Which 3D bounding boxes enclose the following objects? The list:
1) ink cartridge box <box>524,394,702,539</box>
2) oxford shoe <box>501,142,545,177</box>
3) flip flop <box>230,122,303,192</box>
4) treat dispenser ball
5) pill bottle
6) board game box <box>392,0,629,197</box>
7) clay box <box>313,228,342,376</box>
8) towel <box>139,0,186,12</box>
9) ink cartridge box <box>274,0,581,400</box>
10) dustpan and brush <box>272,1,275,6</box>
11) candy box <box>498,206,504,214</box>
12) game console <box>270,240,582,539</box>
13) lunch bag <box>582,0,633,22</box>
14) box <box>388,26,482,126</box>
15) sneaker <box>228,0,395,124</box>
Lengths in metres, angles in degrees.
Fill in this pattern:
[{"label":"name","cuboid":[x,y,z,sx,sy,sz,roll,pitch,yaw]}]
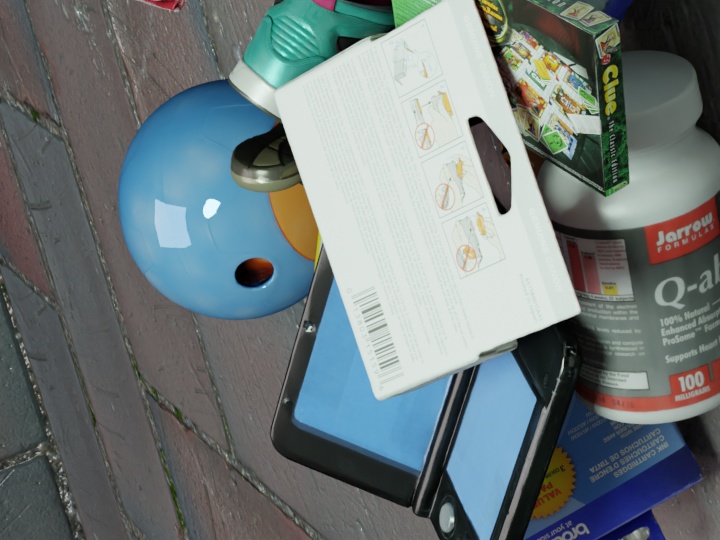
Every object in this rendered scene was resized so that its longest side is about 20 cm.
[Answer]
[{"label":"ink cartridge box","cuboid":[0.133,0.106,1.602,0.201,0.136,0.076,59,-177,-10]},{"label":"oxford shoe","cuboid":[0.130,-0.066,1.570,0.201,0.071,0.071,65,160,1]},{"label":"flip flop","cuboid":[-0.029,-0.082,1.813,0.081,0.200,0.058,5,110,28]},{"label":"treat dispenser ball","cuboid":[-0.103,-0.060,2.026,0.201,0.200,0.202,54,157,35]},{"label":"pill bottle","cuboid":[0.167,-0.020,1.444,0.116,0.115,0.201,37,146,57]},{"label":"board game box","cuboid":[0.080,-0.127,1.372,0.200,0.023,0.105,37,147,46]},{"label":"clay box","cuboid":[0.000,0.000,1.624,0.115,0.047,0.202,170,107,-77]},{"label":"towel","cuboid":[-0.122,-0.297,1.877,0.022,0.201,0.144,31,178,-26]},{"label":"ink cartridge box","cuboid":[0.046,-0.045,1.414,0.173,0.043,0.201,-24,81,42]},{"label":"dustpan and brush","cuboid":[-0.038,-0.153,1.799,0.140,0.057,0.201,-51,40,30]},{"label":"candy box","cuboid":[0.085,0.037,1.811,0.200,0.071,0.168,55,157,35]},{"label":"game console","cuboid":[0.036,0.083,1.494,0.176,0.116,0.201,-115,35,-54]},{"label":"lunch bag","cuboid":[0.091,-0.227,1.430,0.200,0.127,0.170,46,153,13]},{"label":"box","cuboid":[0.020,-0.203,1.665,0.200,0.078,0.142,51,157,41]},{"label":"sneaker","cuboid":[-0.017,-0.165,1.573,0.083,0.121,0.200,36,-166,2]}]
